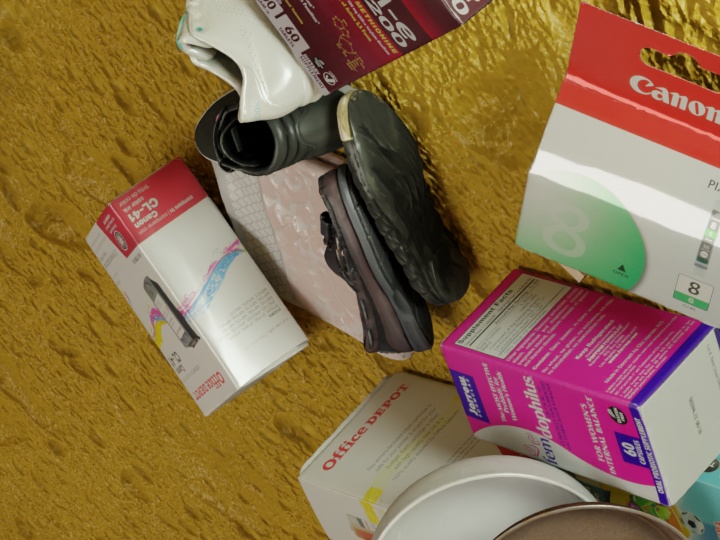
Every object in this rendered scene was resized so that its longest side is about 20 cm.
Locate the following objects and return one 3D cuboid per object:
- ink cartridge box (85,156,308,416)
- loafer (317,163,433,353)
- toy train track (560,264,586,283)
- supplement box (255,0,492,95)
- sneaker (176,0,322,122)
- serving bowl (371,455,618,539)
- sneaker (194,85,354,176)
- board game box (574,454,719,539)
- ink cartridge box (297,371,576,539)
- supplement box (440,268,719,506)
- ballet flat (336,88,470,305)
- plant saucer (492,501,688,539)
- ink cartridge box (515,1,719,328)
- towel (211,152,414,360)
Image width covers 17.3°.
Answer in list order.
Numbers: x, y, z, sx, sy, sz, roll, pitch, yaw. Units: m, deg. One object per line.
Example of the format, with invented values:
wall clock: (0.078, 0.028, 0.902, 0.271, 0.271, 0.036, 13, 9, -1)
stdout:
ink cartridge box: (-0.147, 0.016, 2.094, 0.201, 0.085, 0.148, 56, 160, 2)
loafer: (0.000, 0.000, 1.894, 0.063, 0.072, 0.201, -16, 133, 14)
toy train track: (0.180, -0.037, 1.695, 0.115, 0.033, 0.200, 44, 151, 6)
supplement box: (0.008, -0.206, 1.692, 0.109, 0.061, 0.200, 53, 149, -10)
sneaker: (-0.111, -0.201, 1.800, 0.201, 0.088, 0.075, 56, 157, 17)
serving bowl: (0.099, 0.218, 1.829, 0.066, 0.199, 0.201, -101, -9, -57)
sneaker: (-0.094, -0.112, 1.881, 0.199, 0.099, 0.071, -3, 100, 49)
board game box: (0.264, 0.197, 1.851, 0.199, 0.047, 0.152, 15, 138, 44)
ink cartridge box: (0.070, 0.176, 1.983, 0.199, 0.145, 0.084, 15, 139, 44)
supplement box: (0.173, 0.085, 1.782, 0.199, 0.103, 0.102, 17, 140, 44)
ballet flat: (0.024, -0.053, 1.845, 0.057, 0.066, 0.201, 6, 131, 46)
plant saucer: (0.166, 0.249, 1.797, 0.035, 0.199, 0.201, -98, -13, -59)
ink cartridge box: (0.195, -0.066, 1.581, 0.160, 0.050, 0.201, 23, 142, 14)
towel: (-0.043, -0.029, 2.000, 0.190, 0.032, 0.201, 24, 144, 35)
